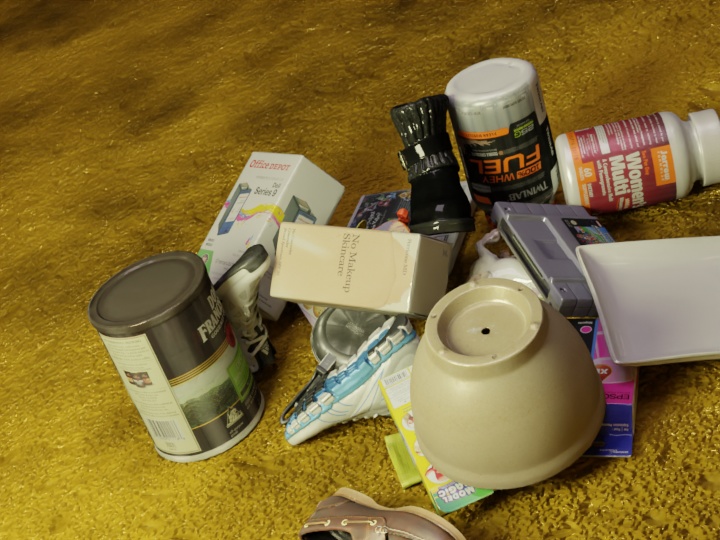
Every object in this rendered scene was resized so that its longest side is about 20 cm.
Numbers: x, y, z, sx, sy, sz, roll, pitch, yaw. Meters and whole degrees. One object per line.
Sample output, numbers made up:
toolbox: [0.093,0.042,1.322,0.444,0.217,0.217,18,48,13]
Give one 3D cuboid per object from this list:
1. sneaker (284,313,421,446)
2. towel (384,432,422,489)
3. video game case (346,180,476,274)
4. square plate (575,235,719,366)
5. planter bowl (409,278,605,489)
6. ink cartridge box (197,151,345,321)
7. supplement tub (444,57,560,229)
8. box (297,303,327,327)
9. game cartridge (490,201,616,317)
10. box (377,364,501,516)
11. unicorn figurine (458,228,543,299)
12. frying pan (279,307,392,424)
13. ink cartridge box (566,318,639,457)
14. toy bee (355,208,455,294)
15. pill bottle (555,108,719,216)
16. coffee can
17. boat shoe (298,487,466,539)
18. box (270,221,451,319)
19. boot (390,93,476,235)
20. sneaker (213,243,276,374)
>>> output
sneaker: [0.002,0.144,1.591,0.199,0.087,0.075,-40,14,17]
towel: [0.125,0.167,1.522,0.198,0.018,0.086,-23,29,-1]
video game case: [0.058,-0.049,1.911,0.180,0.024,0.201,-6,34,24]
square plate: [0.345,0.035,1.526,0.197,0.029,0.199,-4,38,-3]
planter bowl: [0.134,0.096,1.409,0.198,0.136,0.202,-12,41,10]
ink cartridge box: [-0.125,-0.050,1.868,0.145,0.087,0.201,12,70,57]
supplement tub: [0.186,-0.158,1.818,0.121,0.202,0.123,-14,30,8]
box: [-0.062,0.028,1.833,0.042,0.038,0.200,-59,29,13]
game cartridge: [0.244,-0.016,1.641,0.128,0.039,0.201,-2,36,-20]
box: [0.104,0.169,1.480,0.116,0.049,0.201,-24,39,-2]
unicorn figurine: [0.173,0.009,1.689,0.198,0.074,0.138,-8,28,27]
frying pan: [-0.036,0.093,1.695,0.188,0.031,0.115,-26,58,-13]
ink cartridge box: [0.242,0.119,1.489,0.093,0.037,0.201,-1,35,15]
toy bee: [0.024,-0.023,1.780,0.198,0.131,0.110,14,67,-11]
pill bottle: [0.348,-0.135,1.764,0.197,0.111,0.110,-12,31,6]
coffee can: [-0.213,0.101,1.665,0.145,0.202,0.147,-16,31,9]
boat shoe: [0.021,0.267,1.379,0.070,0.071,0.199,-34,23,-34]
box: [0.000,0.000,1.650,0.198,0.096,0.077,4,-6,34]
boot: [0.084,-0.126,1.700,0.078,0.160,0.211,-9,11,-1]
sneaker: [-0.130,0.053,1.727,0.076,0.115,0.201,-48,1,-39]
